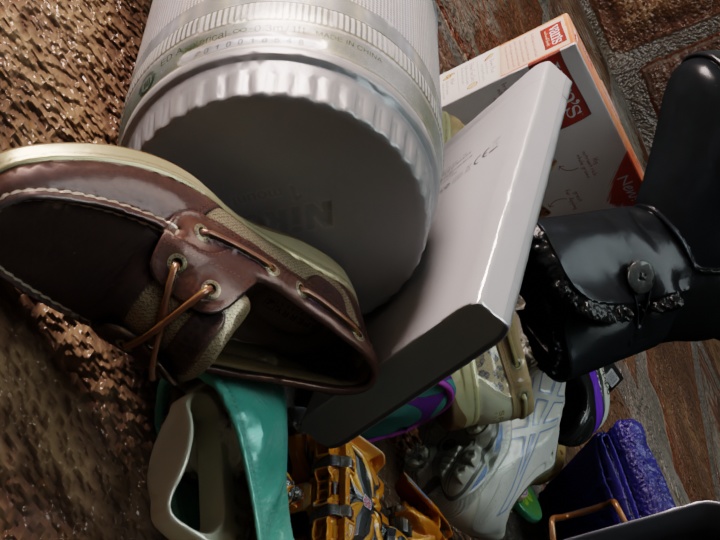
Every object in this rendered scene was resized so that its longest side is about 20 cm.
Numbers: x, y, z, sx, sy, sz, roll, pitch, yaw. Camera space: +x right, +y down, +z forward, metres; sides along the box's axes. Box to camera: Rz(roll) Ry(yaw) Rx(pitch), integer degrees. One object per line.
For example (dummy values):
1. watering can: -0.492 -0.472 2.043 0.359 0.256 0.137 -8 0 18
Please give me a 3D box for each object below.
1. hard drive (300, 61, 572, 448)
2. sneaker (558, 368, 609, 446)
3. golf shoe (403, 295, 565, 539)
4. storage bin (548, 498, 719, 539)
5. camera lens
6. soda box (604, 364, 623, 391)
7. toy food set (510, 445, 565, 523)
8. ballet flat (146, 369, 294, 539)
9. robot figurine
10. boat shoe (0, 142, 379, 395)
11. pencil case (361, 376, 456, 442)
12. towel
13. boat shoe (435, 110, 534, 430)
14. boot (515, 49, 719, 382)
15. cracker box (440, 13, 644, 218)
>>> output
1. hard drive: 0.043 -0.012 0.648 0.027 0.132 0.200 39 41 -14
2. sneaker: 0.133 0.040 0.953 0.201 0.069 0.099 67 22 0
3. golf shoe: 0.107 0.093 0.872 0.200 0.078 0.097 -53 126 -23
4. storage bin: 0.171 0.231 0.839 0.134 0.199 0.146 45 28 -70
5. camera lens: -0.038 -0.088 0.652 0.160 0.159 0.201 53 24 -35
6. soda box: 0.159 0.051 1.126 0.071 0.063 0.200 43 -5 48
7. toy food set: 0.097 0.095 0.974 0.201 0.048 0.198 66 20 -7
8. ballet flat: -0.059 0.126 0.535 0.070 0.067 0.201 17 49 -39
9. robot figurine: 0.010 0.156 0.667 0.200 0.058 0.146 51 28 -41
10. boat shoe: -0.071 0.010 0.524 0.199 0.072 0.072 25 22 -39
11. pencil case: 0.000 0.000 0.771 0.093 0.085 0.201 62 14 -61
12. towel: 0.198 0.233 0.983 0.049 0.148 0.201 5 52 -25
13. boat shoe: 0.069 -0.002 0.803 0.073 0.062 0.201 172 -87 -78
14. boot: 0.177 -0.037 0.818 0.076 0.167 0.202 -169 -108 -65
15. cracker box: 0.086 -0.074 0.895 0.134 0.199 0.058 57 18 -27
